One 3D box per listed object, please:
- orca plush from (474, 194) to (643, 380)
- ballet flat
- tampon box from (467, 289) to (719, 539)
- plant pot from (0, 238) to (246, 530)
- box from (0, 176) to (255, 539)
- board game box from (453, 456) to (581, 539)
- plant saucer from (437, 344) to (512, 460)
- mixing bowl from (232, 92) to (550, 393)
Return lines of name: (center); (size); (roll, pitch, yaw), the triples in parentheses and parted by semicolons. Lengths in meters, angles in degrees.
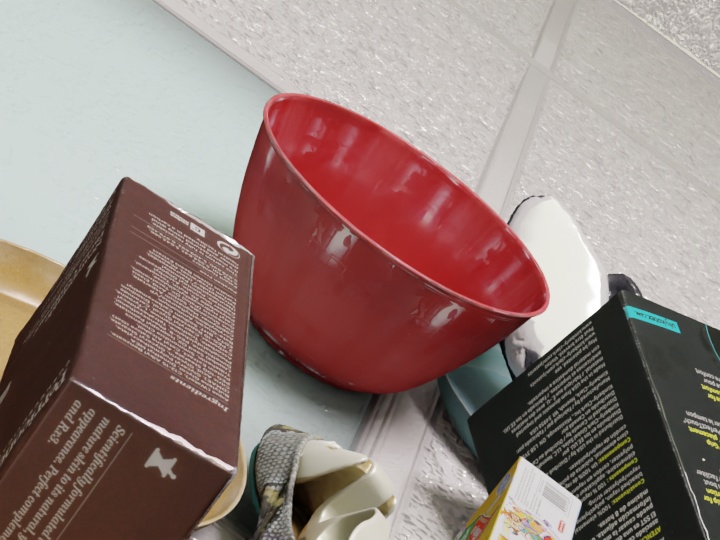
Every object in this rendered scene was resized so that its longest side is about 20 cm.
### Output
orca plush: (0.130, 0.055, 1.159); (0.105, 0.071, 0.200); (-21, 68, -16)
ballet flat: (-0.016, 0.120, 0.842); (0.072, 0.072, 0.200); (33, 20, -10)
tampon box: (0.168, 0.140, 0.966); (0.150, 0.126, 0.200); (22, 39, -34)
plant pot: (-0.142, 0.054, 0.843); (0.200, 0.028, 0.200); (31, 21, -14)
box: (-0.099, 0.051, 0.732); (0.075, 0.100, 0.200); (32, 18, -15)
board game box: (0.022, 0.164, 0.713); (0.034, 0.135, 0.200); (37, 19, 1)
plant saucer: (0.124, 0.111, 1.163); (0.200, 0.027, 0.200); (31, 20, -13)
mixing bowl: (0.000, 0.000, 1.082); (0.200, 0.108, 0.200); (32, 20, -13)
